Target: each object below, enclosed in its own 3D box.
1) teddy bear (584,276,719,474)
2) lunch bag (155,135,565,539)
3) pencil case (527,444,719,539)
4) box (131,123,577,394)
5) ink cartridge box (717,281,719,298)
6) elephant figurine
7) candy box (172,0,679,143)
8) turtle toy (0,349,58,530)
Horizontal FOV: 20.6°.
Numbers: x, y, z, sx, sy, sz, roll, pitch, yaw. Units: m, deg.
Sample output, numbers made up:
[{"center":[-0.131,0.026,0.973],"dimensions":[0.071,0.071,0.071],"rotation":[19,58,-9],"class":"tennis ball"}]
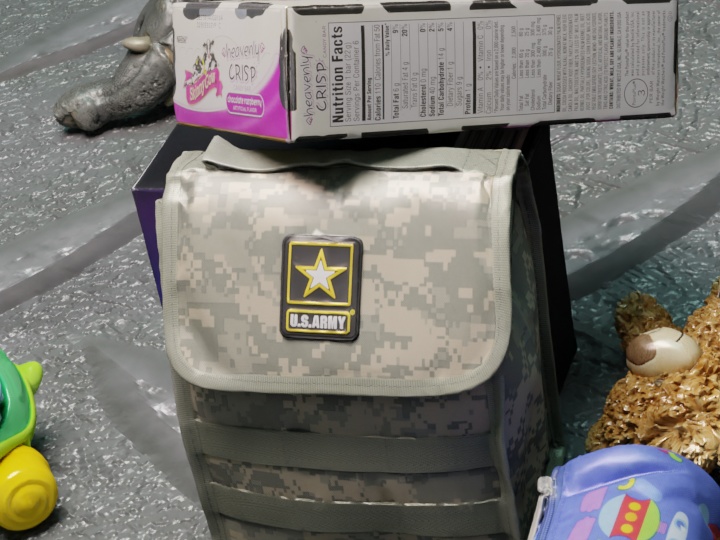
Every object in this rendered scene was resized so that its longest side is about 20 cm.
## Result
[{"center":[0.192,0.031,0.970],"dimensions":[0.199,0.067,0.145],"rotation":[-21,32,-16],"class":"teddy bear"},{"center":[0.001,0.034,0.904],"dimensions":[0.163,0.201,0.118],"rotation":[1,34,17],"class":"lunch bag"},{"center":[0.094,0.152,0.805],"dimensions":[0.086,0.078,0.200],"rotation":[26,39,2],"class":"pencil case"},{"center":[0.000,0.000,1.010],"dimensions":[0.199,0.142,0.079],"rotation":[2,37,20],"class":"box"},{"center":[0.288,-0.025,0.934],"dimensions":[0.164,0.076,0.200],"rotation":[20,31,31],"class":"ink cartridge box"},{"center":[-0.094,-0.174,1.331],"dimensions":[0.199,0.142,0.155],"rotation":[-6,0,38],"class":"elephant figurine"},{"center":[0.028,-0.097,0.918],"dimensions":[0.199,0.061,0.136],"rotation":[-5,9,-25],"class":"candy box"},{"center":[-0.253,0.084,0.997],"dimensions":[0.199,0.102,0.146],"rotation":[-24,35,-19],"class":"turtle toy"}]
